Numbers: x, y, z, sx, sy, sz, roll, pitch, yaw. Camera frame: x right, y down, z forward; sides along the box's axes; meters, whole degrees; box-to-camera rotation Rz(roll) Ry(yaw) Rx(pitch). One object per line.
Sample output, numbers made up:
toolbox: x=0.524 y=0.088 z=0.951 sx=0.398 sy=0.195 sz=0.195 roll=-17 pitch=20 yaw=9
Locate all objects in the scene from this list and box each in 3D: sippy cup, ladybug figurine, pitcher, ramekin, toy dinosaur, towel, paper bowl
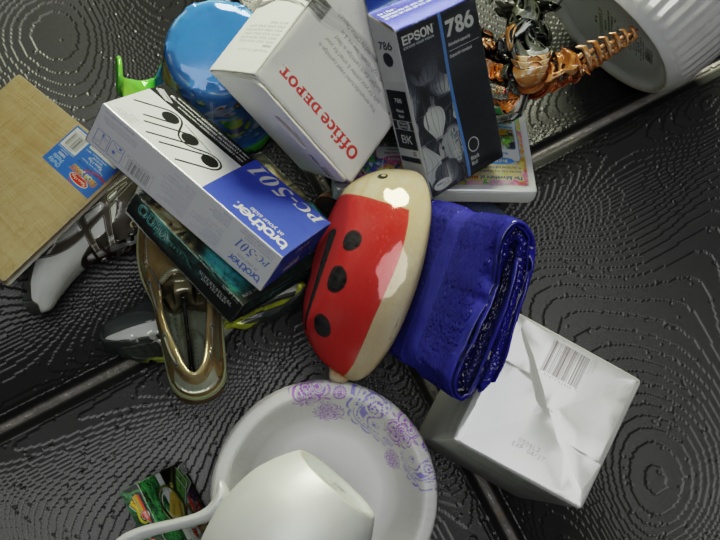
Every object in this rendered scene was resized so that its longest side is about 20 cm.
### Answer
sippy cup: x=-0.135 y=-0.190 z=0.951 sx=0.178 sy=0.130 sz=0.140 roll=-40 pitch=86 yaw=-11
ladybug figurine: x=0.000 y=0.000 z=0.873 sx=0.072 sy=0.136 sz=0.201 roll=19 pitch=80 yaw=-21
pitcher: x=-0.101 y=0.229 z=0.788 sx=0.171 sy=0.121 sz=0.200 roll=40 pitch=88 yaw=15
ramekin: x=0.280 y=-0.271 z=0.983 sx=0.200 sy=0.200 sz=0.105 roll=45 pitch=88 yaw=3
toy dinosaur: x=0.158 y=-0.209 z=0.956 sx=0.199 sy=0.102 sz=0.136 roll=-2 pitch=79 yaw=-1
towel: x=0.076 y=0.018 z=0.844 sx=0.049 sy=0.200 sz=0.148 roll=20 pitch=93 yaw=-22
paper bowl: x=-0.035 y=0.203 z=0.903 sx=0.200 sy=0.104 sz=0.202 roll=1 pitch=79 yaw=-7

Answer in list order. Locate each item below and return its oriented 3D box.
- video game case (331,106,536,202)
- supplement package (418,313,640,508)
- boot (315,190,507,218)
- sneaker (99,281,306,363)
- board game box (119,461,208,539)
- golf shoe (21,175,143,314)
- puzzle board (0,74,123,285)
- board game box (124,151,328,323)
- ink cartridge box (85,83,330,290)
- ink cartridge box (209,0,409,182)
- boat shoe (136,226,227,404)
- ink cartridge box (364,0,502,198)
video game case: x=0.067 y=-0.150 z=0.993 sx=0.199 sy=0.024 sz=0.183 roll=1 pitch=61 yaw=-7
supplement package: x=0.140 y=0.128 z=0.887 sx=0.121 sy=0.200 sz=0.120 roll=29 pitch=78 yaw=-1
boot: x=0.058 y=-0.047 z=0.991 sx=0.199 sy=0.075 sz=0.097 roll=28 pitch=55 yaw=5
sneaker: x=-0.154 y=0.025 z=0.948 sx=0.199 sy=0.075 sz=0.085 roll=-17 pitch=67 yaw=-12
board game box: x=-0.140 y=0.272 z=0.879 sx=0.023 sy=0.105 sz=0.201 roll=-30 pitch=84 yaw=12
golf shoe: x=-0.246 y=-0.038 z=0.938 sx=0.094 sy=0.078 sz=0.201 roll=27 pitch=79 yaw=-1
puzzle board: x=-0.323 y=-0.089 z=0.925 sx=0.200 sy=0.017 sz=0.151 roll=37 pitch=76 yaw=31
board game box: x=-0.104 y=-0.038 z=0.903 sx=0.135 sy=0.200 sz=0.028 roll=45 pitch=120 yaw=8
ink cartridge box: x=-0.129 y=-0.076 z=0.852 sx=0.200 sy=0.094 sz=0.044 roll=41 pitch=122 yaw=6
ink cartridge box: x=-0.017 y=-0.203 z=0.889 sx=0.200 sy=0.083 sz=0.147 roll=-55 pitch=130 yaw=-13
boat shoe: x=-0.155 y=0.013 z=0.869 sx=0.071 sy=0.076 sz=0.201 roll=-16 pitch=65 yaw=-10
ink cartridge box: x=0.068 y=-0.175 z=0.887 sx=0.099 sy=0.039 sz=0.201 roll=-32 pitch=120 yaw=-28
